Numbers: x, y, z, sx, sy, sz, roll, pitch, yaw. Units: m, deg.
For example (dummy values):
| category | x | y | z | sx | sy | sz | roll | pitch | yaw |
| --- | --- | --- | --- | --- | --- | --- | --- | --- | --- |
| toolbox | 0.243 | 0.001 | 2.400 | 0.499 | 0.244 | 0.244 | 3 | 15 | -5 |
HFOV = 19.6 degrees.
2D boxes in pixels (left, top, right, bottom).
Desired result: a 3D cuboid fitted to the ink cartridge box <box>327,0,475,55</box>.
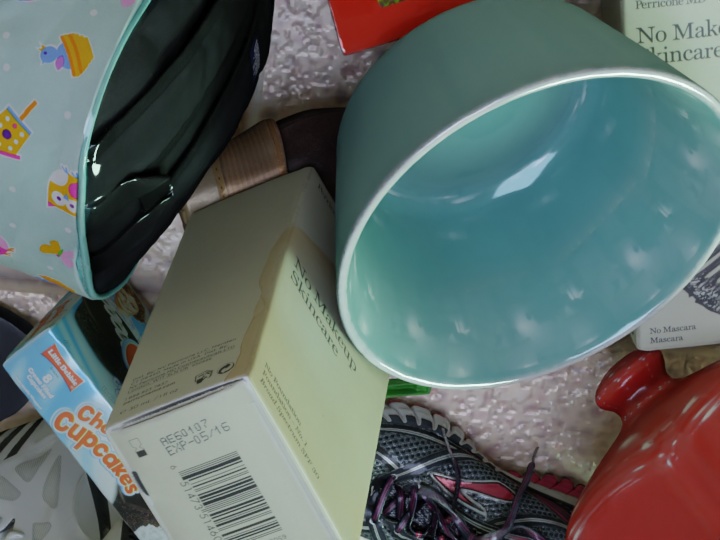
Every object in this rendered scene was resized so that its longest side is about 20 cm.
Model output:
| category | x | y | z | sx | sy | sz | roll | pitch | yaw |
| --- | --- | --- | --- | --- | --- | --- | --- | --- | --- |
| ink cartridge box | 0.059 | -0.210 | 0.951 | 0.198 | 0.044 | 0.175 | -18 | 95 | -8 |

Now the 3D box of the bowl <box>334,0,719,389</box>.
| category | x | y | z | sx | sy | sz | roll | pitch | yaw |
| --- | --- | --- | --- | --- | --- | --- | --- | --- | --- |
| bowl | 0.067 | -0.050 | 0.974 | 0.199 | 0.106 | 0.202 | -15 | 141 | -13 |

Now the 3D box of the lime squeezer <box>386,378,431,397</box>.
| category | x | y | z | sx | sy | sz | roll | pitch | yaw |
| --- | --- | --- | --- | --- | --- | --- | --- | --- | --- |
| lime squeezer | -0.045 | 0.081 | 1.043 | 0.070 | 0.200 | 0.038 | 15 | 122 | 32 |

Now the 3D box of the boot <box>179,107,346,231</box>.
| category | x | y | z | sx | sy | sz | roll | pitch | yaw |
| --- | --- | --- | --- | --- | --- | --- | --- | --- | --- |
| boot | 0.000 | 0.000 | 1.085 | 0.165 | 0.073 | 0.201 | -18 | 129 | -7 |

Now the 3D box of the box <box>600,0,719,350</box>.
| category | x | y | z | sx | sy | sz | roll | pitch | yaw |
| --- | --- | --- | --- | --- | --- | --- | --- | --- | --- |
| box | 0.168 | -0.065 | 1.059 | 0.081 | 0.069 | 0.202 | -7 | 116 | 1 |

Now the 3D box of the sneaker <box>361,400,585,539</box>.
| category | x | y | z | sx | sy | sz | roll | pitch | yaw |
| --- | --- | --- | --- | --- | --- | --- | --- | --- | --- |
| sneaker | 0.055 | 0.134 | 1.146 | 0.198 | 0.075 | 0.081 | 18 | 114 | -9 |

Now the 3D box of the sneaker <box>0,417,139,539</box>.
| category | x | y | z | sx | sy | sz | roll | pitch | yaw |
| --- | --- | --- | --- | --- | --- | --- | --- | --- | --- |
| sneaker | -0.162 | 0.156 | 1.081 | 0.114 | 0.201 | 0.076 | -15 | 131 | 3 |

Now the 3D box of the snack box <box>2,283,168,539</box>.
| category | x | y | z | sx | sy | sz | roll | pitch | yaw |
| --- | --- | --- | --- | --- | --- | --- | --- | --- | --- |
| snack box | -0.095 | 0.098 | 1.078 | 0.037 | 0.116 | 0.201 | -35 | 99 | 16 |

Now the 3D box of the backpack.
| category | x | y | z | sx | sy | sz | roll | pitch | yaw |
| --- | --- | --- | --- | --- | --- | --- | --- | --- | --- |
| backpack | -0.126 | -0.096 | 0.916 | 0.152 | 0.201 | 0.176 | 14 | 148 | 3 |

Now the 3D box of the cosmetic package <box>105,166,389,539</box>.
| category | x | y | z | sx | sy | sz | roll | pitch | yaw |
| --- | --- | --- | --- | --- | --- | --- | --- | --- | --- |
| cosmetic package | -0.043 | 0.048 | 0.942 | 0.073 | 0.201 | 0.104 | -21 | 114 | 18 |

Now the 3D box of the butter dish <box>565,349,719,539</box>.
| category | x | y | z | sx | sy | sz | roll | pitch | yaw |
| --- | --- | --- | --- | --- | --- | --- | --- | --- | --- |
| butter dish | 0.182 | 0.104 | 1.087 | 0.148 | 0.199 | 0.200 | 49 | 145 | 13 |

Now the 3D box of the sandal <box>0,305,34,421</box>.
| category | x | y | z | sx | sy | sz | roll | pitch | yaw |
| --- | --- | --- | --- | --- | --- | --- | --- | --- | --- |
| sandal | -0.267 | 0.048 | 1.112 | 0.198 | 0.043 | 0.077 | 8 | 115 | -6 |
